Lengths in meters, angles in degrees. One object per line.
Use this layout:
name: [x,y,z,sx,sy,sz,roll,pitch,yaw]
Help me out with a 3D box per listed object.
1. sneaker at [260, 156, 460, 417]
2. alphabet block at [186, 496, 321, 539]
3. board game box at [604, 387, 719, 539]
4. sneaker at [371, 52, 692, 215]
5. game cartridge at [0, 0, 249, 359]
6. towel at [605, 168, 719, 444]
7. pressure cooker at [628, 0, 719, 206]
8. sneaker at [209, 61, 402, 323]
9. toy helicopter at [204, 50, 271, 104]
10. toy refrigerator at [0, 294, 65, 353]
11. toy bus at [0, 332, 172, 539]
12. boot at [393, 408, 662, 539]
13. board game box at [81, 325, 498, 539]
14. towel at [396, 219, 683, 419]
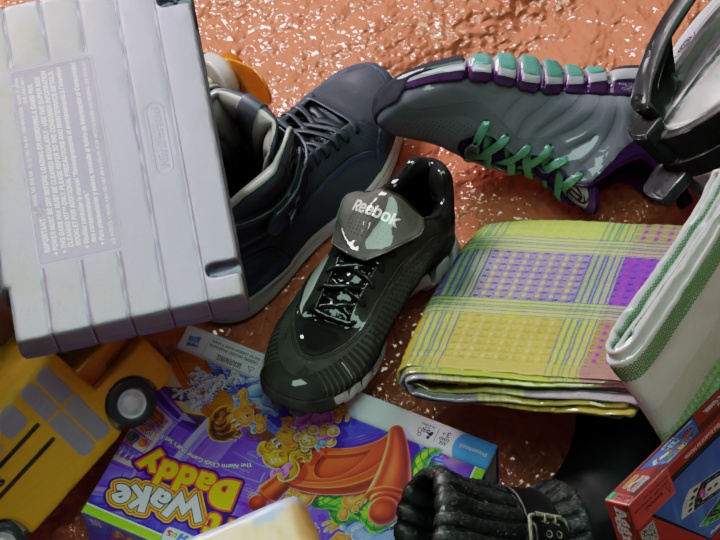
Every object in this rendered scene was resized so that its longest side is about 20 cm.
sneaker: [0.000,0.000,1.416,0.066,0.091,0.200,22,43,19]
alphabet block: [-0.072,0.268,1.225,0.194,0.197,0.201,-23,59,-8]
board game box: [0.210,0.108,1.320,0.019,0.103,0.200,10,39,45]
sneaker: [0.108,-0.079,1.489,0.199,0.074,0.088,-1,66,-12]
game cartridge: [-0.138,-0.058,1.318,0.129,0.038,0.201,-13,67,4]
towel: [0.212,0.059,1.349,0.031,0.200,0.149,10,54,46]
pressure cooker: [0.260,-0.101,1.405,0.200,0.178,0.176,40,48,-16]
sneaker: [-0.039,-0.080,1.469,0.077,0.146,0.203,26,62,20]
toy helicopter: [-0.134,-0.129,1.547,0.132,0.079,0.201,-16,53,-6]
toy refrigerator: [-0.257,0.012,1.465,0.199,0.076,0.070,-8,58,-1]
toy bus: [-0.199,0.104,1.381,0.078,0.065,0.200,45,81,-21]
boot: [0.096,0.122,1.342,0.157,0.080,0.212,12,57,-15]
board game box: [-0.038,0.128,1.397,0.199,0.045,0.135,20,61,15]
towel: [0.109,0.024,1.405,0.143,0.023,0.200,2,28,15]
